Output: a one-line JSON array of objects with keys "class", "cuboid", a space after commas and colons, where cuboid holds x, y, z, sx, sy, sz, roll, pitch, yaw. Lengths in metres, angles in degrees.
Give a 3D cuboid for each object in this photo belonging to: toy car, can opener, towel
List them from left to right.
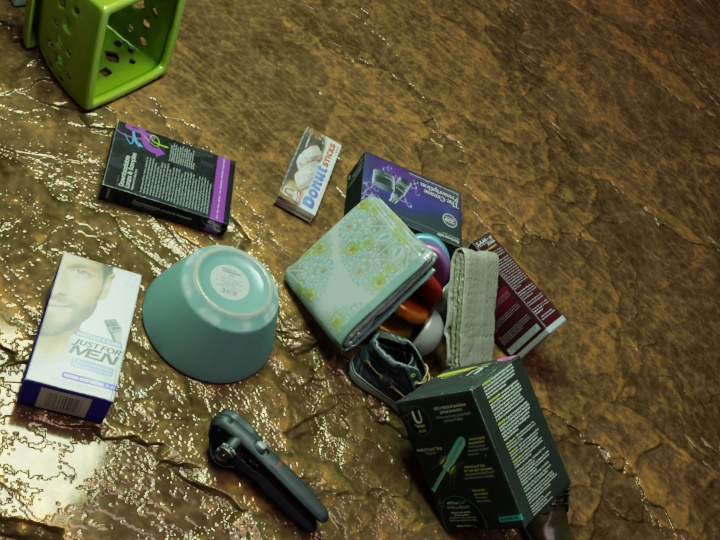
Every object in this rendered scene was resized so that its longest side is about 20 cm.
[{"class": "can opener", "cuboid": [-0.118, 0.257, 1.161, 0.200, 0.063, 0.079, 43, 43, 5]}, {"class": "towel", "cuboid": [0.000, 0.000, 1.356, 0.171, 0.200, 0.048, 49, 2, 37]}, {"class": "toy car", "cuboid": [0.080, 0.019, 1.423, 0.174, 0.150, 0.200, 34, 44, -4]}, {"class": "towel", "cuboid": [0.179, 0.067, 1.438, 0.132, 0.034, 0.202, 3, 91, -58]}]

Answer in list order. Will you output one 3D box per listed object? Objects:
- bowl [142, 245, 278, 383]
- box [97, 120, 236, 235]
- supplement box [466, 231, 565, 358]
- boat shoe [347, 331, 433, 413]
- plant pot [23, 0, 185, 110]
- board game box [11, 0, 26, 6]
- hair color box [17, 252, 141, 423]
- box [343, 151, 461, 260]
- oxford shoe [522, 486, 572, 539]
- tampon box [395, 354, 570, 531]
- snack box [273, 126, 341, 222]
[{"class": "bowl", "cuboid": [-0.193, 0.045, 1.257, 0.200, 0.105, 0.202, 18, 48, -21]}, {"class": "box", "cuboid": [-0.296, -0.143, 1.394, 0.199, 0.036, 0.144, 19, 46, -21]}, {"class": "supplement box", "cuboid": [0.242, 0.047, 1.538, 0.061, 0.109, 0.200, -29, 75, -43]}, {"class": "boat shoe", "cuboid": [0.083, 0.170, 1.344, 0.199, 0.091, 0.071, 30, 44, -9]}, {"class": "plant pot", "cuboid": [-0.415, -0.409, 1.424, 0.181, 0.200, 0.199, 39, 44, 9]}, {"class": "board game box", "cuboid": [-0.556, -0.545, 1.533, 0.147, 0.064, 0.201, -18, 68, -41]}, {"class": "hair color box", "cuboid": [-0.355, 0.083, 1.149, 0.109, 0.065, 0.201, 18, 46, -19]}, {"class": "box", "cuboid": [0.075, -0.103, 1.576, 0.199, 0.079, 0.142, 21, 49, -18]}, {"class": "oxford shoe", "cuboid": [0.278, 0.345, 1.336, 0.072, 0.084, 0.201, 4, 55, -33]}, {"class": "tampon box", "cuboid": [0.171, 0.241, 1.258, 0.126, 0.149, 0.201, -25, 95, -44]}, {"class": "snack box", "cuboid": [-0.089, -0.169, 1.558, 0.072, 0.024, 0.201, 29, 44, -12]}]
